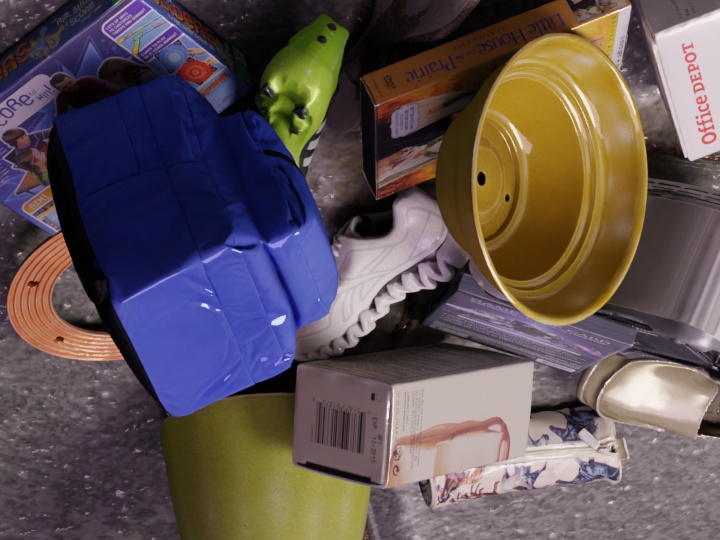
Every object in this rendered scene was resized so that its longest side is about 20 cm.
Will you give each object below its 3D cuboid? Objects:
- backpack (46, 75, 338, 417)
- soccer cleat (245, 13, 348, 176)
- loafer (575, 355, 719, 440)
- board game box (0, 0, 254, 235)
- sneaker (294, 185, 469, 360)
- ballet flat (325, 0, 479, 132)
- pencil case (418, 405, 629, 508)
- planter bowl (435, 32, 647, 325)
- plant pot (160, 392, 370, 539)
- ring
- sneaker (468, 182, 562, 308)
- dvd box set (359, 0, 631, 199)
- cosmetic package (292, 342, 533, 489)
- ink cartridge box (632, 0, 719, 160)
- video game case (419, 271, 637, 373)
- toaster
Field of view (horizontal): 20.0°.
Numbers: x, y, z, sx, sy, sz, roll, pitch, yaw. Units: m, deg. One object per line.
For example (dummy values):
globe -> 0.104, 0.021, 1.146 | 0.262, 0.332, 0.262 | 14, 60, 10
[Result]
backpack -> -0.117, -0.030, 1.389 | 0.167, 0.200, 0.163 | -22, 140, -9
soccer cleat -> -0.050, -0.111, 1.466 | 0.067, 0.081, 0.200 | 34, 153, 0
loafer -> 0.284, 0.111, 1.832 | 0.199, 0.068, 0.076 | 6, 115, -32
board game box -> -0.194, -0.117, 1.440 | 0.200, 0.035, 0.135 | -34, 138, 19
sneaker -> 0.000, 0.000, 1.629 | 0.081, 0.075, 0.200 | 40, 122, -21
ballet flat -> 0.037, -0.172, 1.442 | 0.046, 0.067, 0.200 | -15, 151, -47
pencil case -> 0.140, 0.167, 1.852 | 0.199, 0.078, 0.089 | -6, 166, -12
planter bowl -> 0.111, -0.064, 1.427 | 0.083, 0.201, 0.200 | 3, 158, 42
plant pot -> -0.074, 0.227, 1.717 | 0.186, 0.201, 0.187 | -3, 159, -1
ring -> -0.179, 0.006, 1.593 | 0.200, 0.019, 0.201 | -13, 145, -9
sneaker -> 0.128, -0.039, 1.530 | 0.074, 0.200, 0.085 | 21, 119, -16
dvd box set -> 0.096, -0.129, 1.477 | 0.199, 0.029, 0.146 | -22, 157, -10
cosmetic package -> 0.045, 0.116, 1.670 | 0.200, 0.103, 0.088 | -6, 102, -50
ink cartridge box -> 0.308, -0.184, 1.490 | 0.199, 0.086, 0.147 | -19, 140, 7
video game case -> 0.130, 0.045, 1.634 | 0.142, 0.019, 0.200 | 18, 169, -4
toaster -> 0.253, 0.006, 1.617 | 0.114, 0.200, 0.130 | 33, 76, -43
